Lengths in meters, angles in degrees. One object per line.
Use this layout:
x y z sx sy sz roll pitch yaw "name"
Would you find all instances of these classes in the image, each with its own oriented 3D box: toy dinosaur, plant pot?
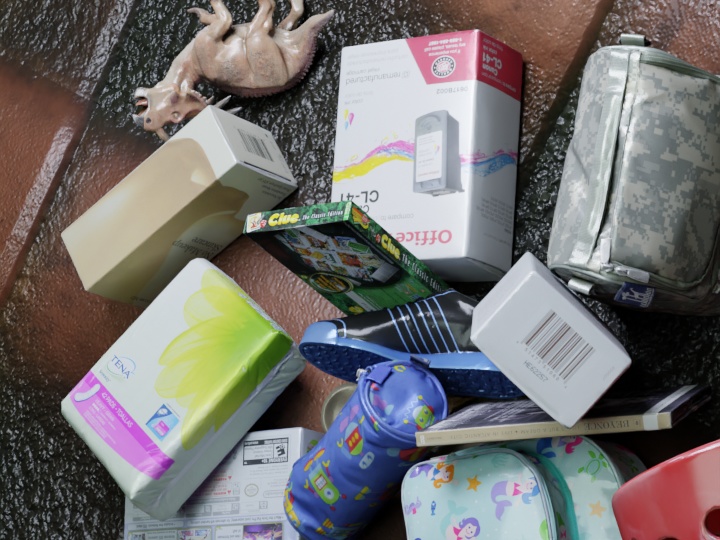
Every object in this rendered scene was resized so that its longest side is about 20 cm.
-0.108 -0.191 1.840 0.199 0.086 0.137 -6 85 15 "toy dinosaur"
0.297 0.214 1.400 0.200 0.200 0.184 -26 68 26 "plant pot"

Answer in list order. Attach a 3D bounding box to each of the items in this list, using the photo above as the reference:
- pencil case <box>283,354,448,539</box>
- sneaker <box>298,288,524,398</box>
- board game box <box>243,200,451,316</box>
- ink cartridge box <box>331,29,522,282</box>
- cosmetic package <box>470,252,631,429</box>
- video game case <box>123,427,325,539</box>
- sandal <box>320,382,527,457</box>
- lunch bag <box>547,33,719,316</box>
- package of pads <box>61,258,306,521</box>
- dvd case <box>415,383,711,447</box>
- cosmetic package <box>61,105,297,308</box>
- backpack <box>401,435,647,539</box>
0.002 0.150 1.631 0.087 0.078 0.200 46 138 11 "pencil case"
0.051 0.054 1.638 0.199 0.070 0.078 7 59 11 "sneaker"
0.000 0.000 1.646 0.104 0.200 0.024 -9 60 30 "board game box"
0.056 -0.095 1.702 0.147 0.085 0.201 -4 75 32 "ink cartridge box"
0.141 0.049 1.490 0.102 0.200 0.074 43 94 1 "cosmetic package"
-0.124 0.240 1.764 0.199 0.045 0.183 -8 73 32 "video game case"
0.047 0.119 1.673 0.199 0.054 0.081 -6 76 28 "sandal"
0.221 -0.067 1.535 0.139 0.167 0.201 8 83 34 "lunch bag"
-0.161 0.102 1.773 0.200 0.068 0.154 -47 46 -2 "package of pads"
0.160 0.113 1.527 0.199 0.149 0.016 -7 92 22 "dvd case"
-0.168 -0.055 1.829 0.200 0.105 0.071 -39 61 21 "cosmetic package"
0.135 0.214 1.545 0.199 0.150 0.179 -15 70 25 "backpack"
